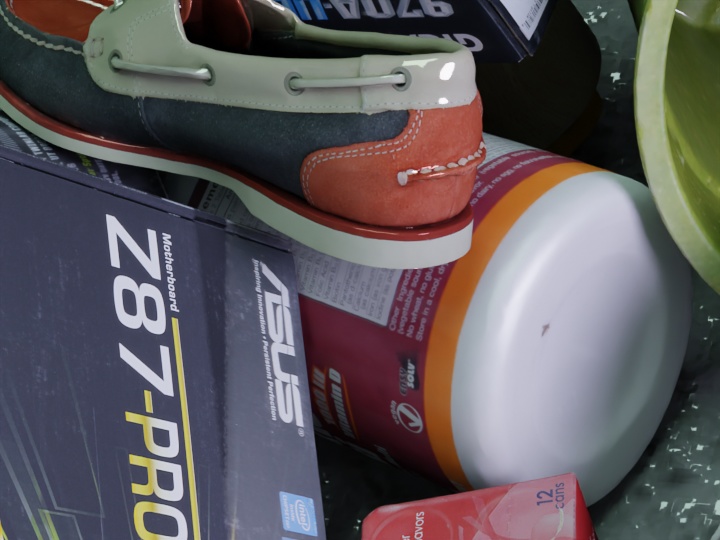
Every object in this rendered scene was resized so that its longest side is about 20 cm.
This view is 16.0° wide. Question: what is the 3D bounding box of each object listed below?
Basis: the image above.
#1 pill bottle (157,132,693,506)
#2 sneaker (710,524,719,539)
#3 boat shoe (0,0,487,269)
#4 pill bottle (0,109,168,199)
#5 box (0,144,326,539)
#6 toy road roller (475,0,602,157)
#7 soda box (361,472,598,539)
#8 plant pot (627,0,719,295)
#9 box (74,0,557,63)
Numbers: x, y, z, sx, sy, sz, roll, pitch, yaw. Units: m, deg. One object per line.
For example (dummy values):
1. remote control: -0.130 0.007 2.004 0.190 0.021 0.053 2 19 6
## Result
1. pill bottle: 0.000 0.000 0.832 0.199 0.110 0.110 19 56 39
2. sneaker: 0.148 0.078 0.708 0.099 0.078 0.201 22 69 -5
3. boat shoe: -0.042 -0.061 0.770 0.199 0.063 0.071 24 34 39
4. pill bottle: -0.161 0.008 0.780 0.199 0.107 0.106 -8 27 -39
5. box: -0.076 0.073 0.698 0.049 0.161 0.201 -22 64 34
6. toy road roller: -0.021 -0.089 0.938 0.146 0.123 0.200 -44 42 -2
7. soda box: 0.034 0.153 0.688 0.070 0.064 0.201 -11 43 14
8. plant pot: 0.158 -0.103 0.832 0.199 0.201 0.190 -24 28 -1
9. box: -0.007 -0.144 0.844 0.199 0.046 0.160 2 59 38
